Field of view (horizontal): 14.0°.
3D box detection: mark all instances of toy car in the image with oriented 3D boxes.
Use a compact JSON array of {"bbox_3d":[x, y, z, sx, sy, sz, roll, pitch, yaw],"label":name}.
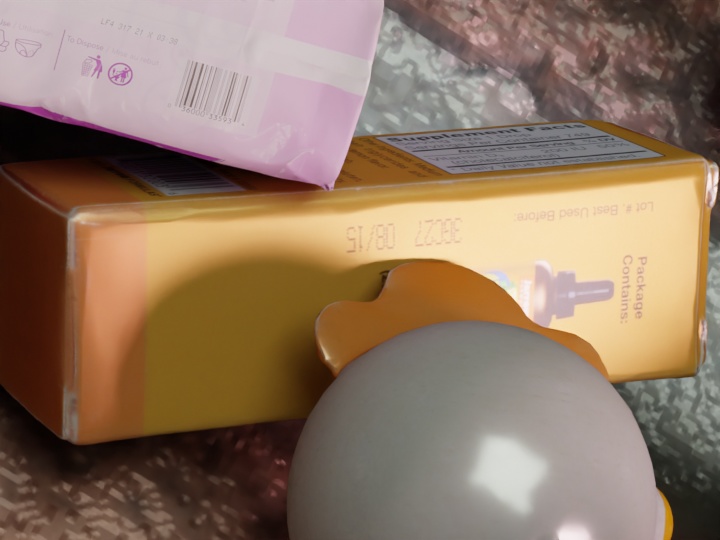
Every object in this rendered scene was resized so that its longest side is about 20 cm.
[{"bbox_3d":[0.048,0.085,0.749,0.177,0.184,0.200,8,61,-20],"label":"toy car"}]

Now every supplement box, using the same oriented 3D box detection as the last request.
[{"bbox_3d":[0.000,0.000,0.824,0.200,0.069,0.067,-4,106,-24],"label":"supplement box"}]

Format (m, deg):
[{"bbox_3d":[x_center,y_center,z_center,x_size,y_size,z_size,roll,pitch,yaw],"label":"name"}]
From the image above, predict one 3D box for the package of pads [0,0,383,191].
[{"bbox_3d":[-0.095,-0.086,0.787,0.200,0.121,0.076,14,102,-10],"label":"package of pads"}]
